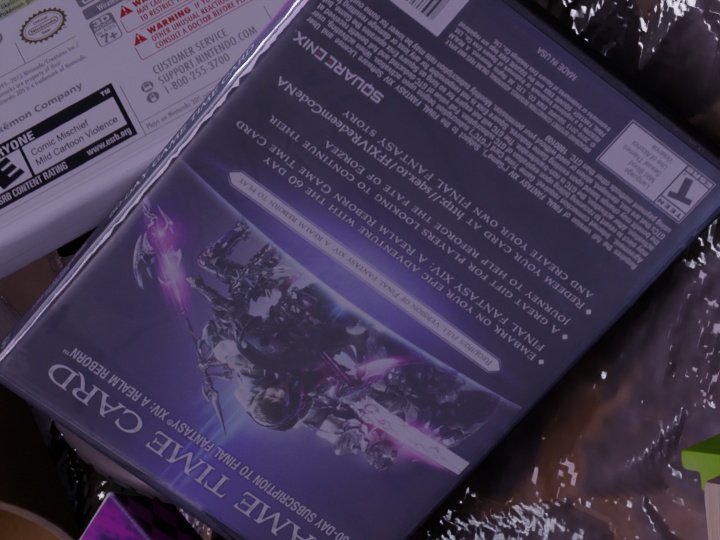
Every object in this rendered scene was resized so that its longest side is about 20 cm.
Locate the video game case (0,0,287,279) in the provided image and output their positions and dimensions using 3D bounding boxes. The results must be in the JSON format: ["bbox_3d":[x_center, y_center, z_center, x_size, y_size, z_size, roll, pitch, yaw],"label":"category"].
[{"bbox_3d":[-0.069,-0.111,0.868,0.200,0.022,0.182,-29,57,-1],"label":"video game case"}]

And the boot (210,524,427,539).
[{"bbox_3d":[-0.047,0.174,0.932,0.200,0.072,0.167,-13,70,43],"label":"boot"}]

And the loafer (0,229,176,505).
[{"bbox_3d":[-0.080,0.019,0.934,0.200,0.073,0.071,38,113,39],"label":"loafer"}]

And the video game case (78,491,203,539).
[{"bbox_3d":[-0.067,0.204,0.869,0.200,0.036,0.181,46,110,37],"label":"video game case"}]

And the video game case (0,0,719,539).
[{"bbox_3d":[0.000,0.000,0.816,0.200,0.143,0.019,-48,16,21],"label":"video game case"}]

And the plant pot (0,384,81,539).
[{"bbox_3d":[-0.214,0.049,1.009,0.186,0.186,0.200,-43,50,35],"label":"plant pot"}]

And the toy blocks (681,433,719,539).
[{"bbox_3d":[0.173,0.123,0.708,0.200,0.100,0.137,4,105,43],"label":"toy blocks"}]
